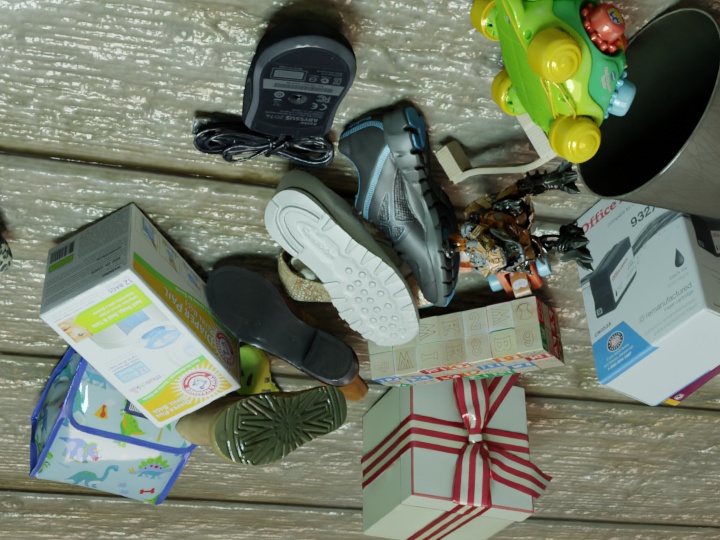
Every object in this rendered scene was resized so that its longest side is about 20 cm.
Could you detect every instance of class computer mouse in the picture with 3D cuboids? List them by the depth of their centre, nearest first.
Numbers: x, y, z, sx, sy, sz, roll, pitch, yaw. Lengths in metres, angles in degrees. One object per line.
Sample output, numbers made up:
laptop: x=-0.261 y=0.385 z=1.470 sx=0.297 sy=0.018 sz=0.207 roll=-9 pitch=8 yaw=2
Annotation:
computer mouse: x=-0.065 y=-0.162 z=1.058 sx=0.136 sy=0.053 sz=0.200 roll=7 pitch=153 yaw=-18

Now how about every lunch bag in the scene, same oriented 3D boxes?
lunch bag: x=-0.271 y=0.159 z=1.393 sx=0.168 sy=0.128 sz=0.201 roll=19 pitch=118 yaw=-27

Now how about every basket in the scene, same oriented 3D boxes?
basket: x=0.322 y=-0.117 z=1.092 sx=0.198 sy=0.137 sz=0.181 roll=18 pitch=118 yaw=-33

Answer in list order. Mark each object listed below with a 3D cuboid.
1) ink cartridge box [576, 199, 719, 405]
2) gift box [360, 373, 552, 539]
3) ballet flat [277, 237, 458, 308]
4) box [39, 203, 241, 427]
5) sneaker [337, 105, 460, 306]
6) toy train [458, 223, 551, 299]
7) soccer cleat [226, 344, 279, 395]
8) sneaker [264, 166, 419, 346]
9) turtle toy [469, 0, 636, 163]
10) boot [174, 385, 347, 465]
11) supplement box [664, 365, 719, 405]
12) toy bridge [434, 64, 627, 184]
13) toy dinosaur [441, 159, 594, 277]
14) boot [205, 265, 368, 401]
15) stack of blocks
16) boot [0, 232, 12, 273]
ink cartridge box: x=0.294 y=0.005 z=1.189 sx=0.083 sy=0.202 sz=0.145 roll=20 pitch=136 yaw=-27
gift box: x=0.118 y=0.224 z=1.477 sx=0.197 sy=0.187 sz=0.187 roll=6 pitch=150 yaw=-21
ballet flat: x=0.000 y=0.000 z=1.227 sx=0.197 sy=0.071 sz=0.066 roll=-2 pitch=136 yaw=22
box: x=-0.219 y=0.050 z=1.234 sx=0.111 sy=0.102 sz=0.201 roll=-26 pitch=130 yaw=14
sneaker: x=0.042 y=-0.057 z=1.153 sx=0.081 sy=0.073 sz=0.203 roll=-10 pitch=111 yaw=21
toy train: x=0.102 y=0.013 z=1.294 sx=0.197 sy=0.056 sz=0.151 roll=-16 pitch=141 yaw=14
soccer cleat: x=-0.127 y=0.150 z=1.456 sx=0.083 sy=0.065 sz=0.202 roll=-23 pitch=146 yaw=-28
sneaker: x=-0.007 y=-0.015 z=1.163 sx=0.076 sy=0.081 sz=0.201 roll=-32 pitch=107 yaw=22
turtle toy: x=0.163 y=-0.193 z=0.983 sx=0.100 sy=0.146 sz=0.202 roll=-26 pitch=126 yaw=-8
boot: x=-0.133 y=0.164 z=1.263 sx=0.174 sy=0.067 sz=0.199 roll=-4 pitch=176 yaw=-42
supplement box: x=0.372 y=0.058 z=1.359 sx=0.109 sy=0.087 sz=0.200 roll=16 pitch=137 yaw=-25
toy bridge: x=0.161 y=-0.133 z=1.103 sx=0.199 sy=0.068 sz=0.027 roll=-33 pitch=176 yaw=32
toy dinosaur: x=0.139 y=-0.047 z=1.127 sx=0.134 sy=0.201 sz=0.103 roll=-13 pitch=126 yaw=5
boot: x=-0.074 y=0.072 z=1.325 sx=0.186 sy=0.069 sz=0.200 roll=26 pitch=172 yaw=8
stack of blocks: x=0.119 y=0.086 z=1.357 sx=0.197 sy=0.060 sz=0.115 roll=-12 pitch=164 yaw=19
boot: x=-0.438 y=-0.047 z=1.140 sx=0.200 sy=0.074 sz=0.155 roll=-3 pitch=146 yaw=-1
